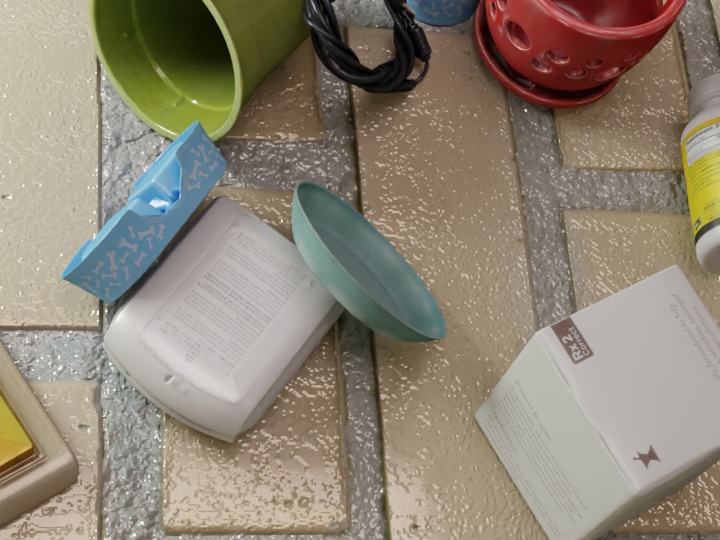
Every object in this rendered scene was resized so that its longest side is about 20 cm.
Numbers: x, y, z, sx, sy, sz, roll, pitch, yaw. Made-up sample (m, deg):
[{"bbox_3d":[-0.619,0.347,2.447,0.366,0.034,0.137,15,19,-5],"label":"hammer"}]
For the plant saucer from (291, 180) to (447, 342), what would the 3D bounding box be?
[{"bbox_3d":[0.000,0.000,1.374,0.036,0.200,0.200,-43,77,15],"label":"plant saucer"}]

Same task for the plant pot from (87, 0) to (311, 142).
[{"bbox_3d":[-0.133,-0.255,1.455,0.200,0.200,0.190,44,50,10],"label":"plant pot"}]

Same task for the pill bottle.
[{"bbox_3d":[0.399,-0.103,1.538,0.112,0.113,0.201,5,63,-12],"label":"pill bottle"}]

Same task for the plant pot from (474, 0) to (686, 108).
[{"bbox_3d":[0.223,-0.280,1.542,0.199,0.183,0.201,6,62,-11],"label":"plant pot"}]

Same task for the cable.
[{"bbox_3d":[0.008,-0.260,1.487,0.200,0.051,0.164,-13,94,-57],"label":"cable"}]

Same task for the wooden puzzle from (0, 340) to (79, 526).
[{"bbox_3d":[-0.370,0.140,1.269,0.185,0.037,0.200,-29,74,-25],"label":"wooden puzzle"}]

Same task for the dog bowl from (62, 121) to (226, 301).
[{"bbox_3d":[-0.196,-0.052,1.361,0.050,0.111,0.200,42,60,-13],"label":"dog bowl"}]

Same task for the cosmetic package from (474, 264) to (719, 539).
[{"bbox_3d":[0.234,0.131,1.330,0.164,0.200,0.165,-24,72,-23],"label":"cosmetic package"}]

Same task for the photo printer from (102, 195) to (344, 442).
[{"bbox_3d":[-0.128,0.049,1.354,0.166,0.069,0.200,35,61,3],"label":"photo printer"}]

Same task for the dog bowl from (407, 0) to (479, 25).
[{"bbox_3d":[0.106,-0.365,1.631,0.111,0.050,0.200,29,60,2],"label":"dog bowl"}]
